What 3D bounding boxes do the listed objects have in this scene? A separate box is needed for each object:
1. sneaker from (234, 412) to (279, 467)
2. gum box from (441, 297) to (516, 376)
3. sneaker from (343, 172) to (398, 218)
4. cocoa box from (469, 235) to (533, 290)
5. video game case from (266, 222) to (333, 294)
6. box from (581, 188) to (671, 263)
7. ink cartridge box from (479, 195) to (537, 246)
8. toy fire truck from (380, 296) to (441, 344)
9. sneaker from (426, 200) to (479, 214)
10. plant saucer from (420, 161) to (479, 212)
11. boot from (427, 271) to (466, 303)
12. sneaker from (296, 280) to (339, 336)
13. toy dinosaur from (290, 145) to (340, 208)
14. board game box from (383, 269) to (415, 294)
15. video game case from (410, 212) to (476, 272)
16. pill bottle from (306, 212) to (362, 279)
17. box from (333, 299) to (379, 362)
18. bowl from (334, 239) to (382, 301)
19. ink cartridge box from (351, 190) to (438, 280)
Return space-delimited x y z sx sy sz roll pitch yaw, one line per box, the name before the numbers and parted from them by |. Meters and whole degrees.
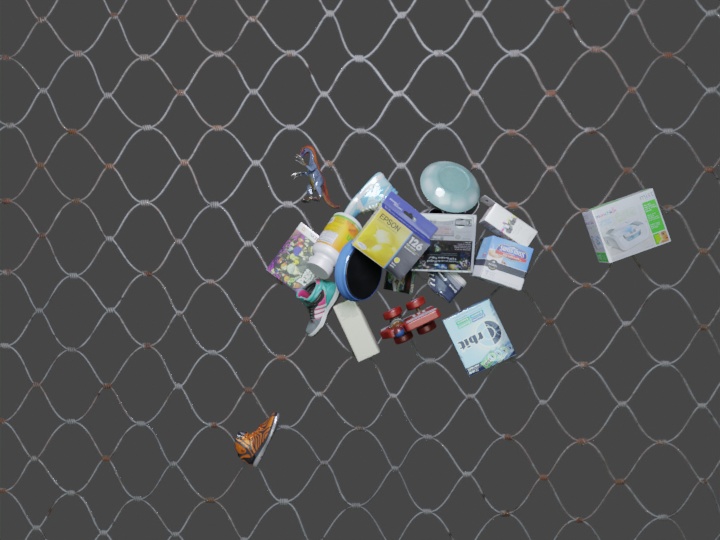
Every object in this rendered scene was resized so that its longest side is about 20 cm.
sneaker | -0.351 0.546 1.776 0.111 0.078 0.201 27 92 2
gum box | 0.384 0.217 1.743 0.169 0.045 0.201 -25 90 3
sneaker | 0.042 -0.208 1.744 0.130 0.080 0.200 42 94 4
cocoa box | 0.432 -0.024 1.660 0.132 0.200 0.132 18 91 2
video game case | -0.184 -0.027 1.780 0.181 0.036 0.201 38 93 2
box | 0.834 -0.140 1.688 0.198 0.097 0.178 -19 92 5
ink cartridge box | 0.450 -0.150 1.700 0.199 0.115 0.068 36 92 3
toy fire truck | 0.154 0.165 1.695 0.199 0.168 0.113 -24 89 3
sneaker | 0.294 -0.185 1.718 0.199 0.099 0.071 -21 87 2
plant saucer | 0.291 -0.278 1.698 0.199 0.039 0.203 5 62 -9
boot | 0.243 0.013 1.735 0.200 0.073 0.091 40 87 2
sneaker | -0.158 0.114 1.728 0.120 0.084 0.201 22 103 -26
toy dinosaur | -0.157 -0.316 1.776 0.199 0.105 0.183 18 77 -34
board game box | 0.137 -0.030 1.743 0.104 0.023 0.202 11 93 38
video game case | 0.259 -0.086 1.677 0.198 0.023 0.184 2 101 1
pill bottle | -0.085 -0.076 1.698 0.111 0.111 0.201 30 66 3
box | -0.012 0.190 1.756 0.082 0.068 0.201 -24 89 4
bowl | 0.000 0.000 1.696 0.039 0.200 0.203 9 91 39
ink cartridge box | 0.108 -0.103 1.629 0.197 0.047 0.200 35 102 -16
